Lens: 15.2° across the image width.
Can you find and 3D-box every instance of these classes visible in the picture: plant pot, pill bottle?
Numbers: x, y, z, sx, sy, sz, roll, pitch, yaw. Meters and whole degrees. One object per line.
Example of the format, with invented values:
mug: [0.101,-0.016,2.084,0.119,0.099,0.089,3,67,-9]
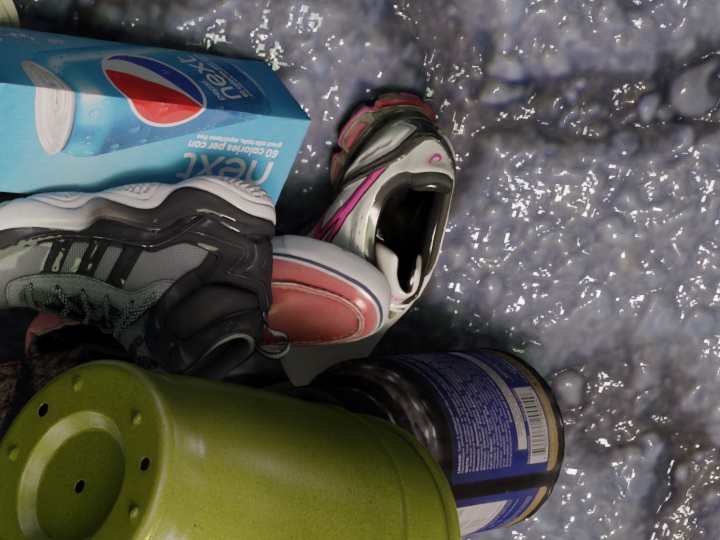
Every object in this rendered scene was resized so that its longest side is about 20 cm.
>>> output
plant pot: [-0.084,0.136,1.382,0.200,0.201,0.193,-43,137,15]
pill bottle: [0.026,0.105,1.582,0.200,0.112,0.112,-1,131,-55]

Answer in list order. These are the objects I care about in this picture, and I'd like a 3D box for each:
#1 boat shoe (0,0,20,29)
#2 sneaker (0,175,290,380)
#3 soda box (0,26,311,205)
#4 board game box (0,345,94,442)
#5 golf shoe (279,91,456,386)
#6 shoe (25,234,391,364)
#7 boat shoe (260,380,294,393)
boat shoe: [-0.230,-0.145,1.445,0.072,0.068,0.201,-33,143,-25]
sneaker: [-0.135,0.019,1.442,0.199,0.114,0.076,-9,156,-10]
soda box: [-0.131,-0.081,1.472,0.199,0.064,0.068,4,123,-37]
board game box: [-0.234,0.145,1.498,0.199,0.160,0.097,-13,126,24]
golf shoe: [0.000,0.000,1.573,0.072,0.092,0.201,7,122,-21]
shoe: [-0.087,0.030,1.526,0.199,0.091,0.072,7,131,12]
boat shoe: [-0.075,0.142,1.613,0.074,0.200,0.060,30,137,11]
